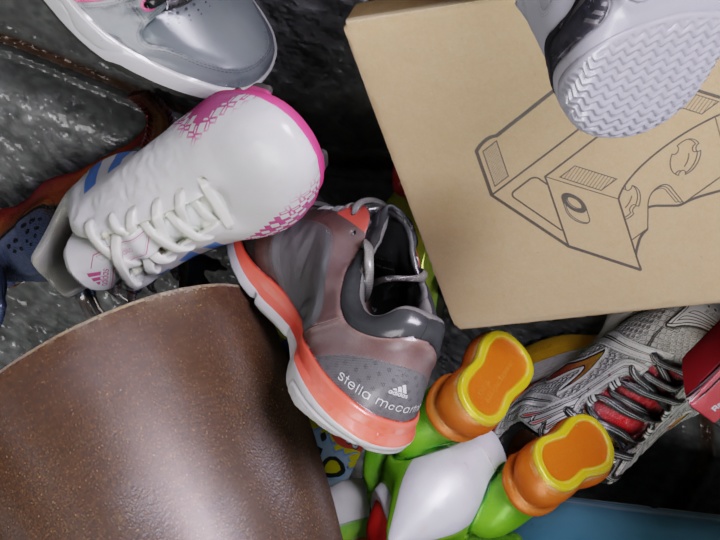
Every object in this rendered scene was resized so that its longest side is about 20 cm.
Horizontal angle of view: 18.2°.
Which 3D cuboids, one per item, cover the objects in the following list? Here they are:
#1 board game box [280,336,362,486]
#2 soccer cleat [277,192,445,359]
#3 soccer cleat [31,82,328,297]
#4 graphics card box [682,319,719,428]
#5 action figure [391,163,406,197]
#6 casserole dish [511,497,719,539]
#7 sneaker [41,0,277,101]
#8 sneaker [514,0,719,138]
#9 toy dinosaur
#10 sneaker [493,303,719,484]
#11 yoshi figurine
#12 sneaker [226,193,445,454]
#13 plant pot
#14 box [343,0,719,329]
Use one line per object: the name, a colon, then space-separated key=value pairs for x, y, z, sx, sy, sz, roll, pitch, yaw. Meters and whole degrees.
board game box: x=-0.089 y=0.135 z=1.217 sx=0.105 sy=0.200 sz=0.103 roll=40 pitch=142 yaw=-18
soccer cleat: x=-0.006 y=0.019 z=1.134 sx=0.083 sy=0.065 sz=0.200 roll=16 pitch=146 yaw=-5
soccer cleat: x=-0.085 y=-0.025 z=1.017 sx=0.070 sy=0.086 sz=0.200 roll=51 pitch=152 yaw=-12
graphics card box: x=0.258 y=0.063 z=1.006 sx=0.200 sy=0.051 sz=0.126 roll=36 pitch=113 yaw=-13
action figure: x=0.070 y=-0.103 z=0.957 sx=0.065 sy=0.052 sz=0.200 roll=23 pitch=140 yaw=-5
casserole dish: x=0.154 y=0.149 z=1.184 sx=0.199 sy=0.039 sz=0.121 roll=7 pitch=168 yaw=9
sneaker: x=-0.096 y=-0.160 z=0.962 sx=0.200 sy=0.084 sz=0.121 roll=39 pitch=152 yaw=-16
sneaker: x=0.104 y=-0.157 z=0.805 sx=0.075 sy=0.115 sz=0.200 roll=2 pitch=128 yaw=-34
toy dinosaur: x=-0.163 y=-0.020 z=1.211 sx=0.181 sy=0.105 sz=0.201 roll=18 pitch=107 yaw=34
sneaker: x=0.131 y=0.066 z=1.100 sx=0.078 sy=0.082 sz=0.200 roll=36 pitch=142 yaw=-13
yoshi figurine: x=0.038 y=0.105 z=1.103 sx=0.112 sy=0.113 sz=0.200 roll=14 pitch=143 yaw=-30
sneaker: x=0.000 y=0.000 z=1.013 sx=0.077 sy=0.200 sz=0.082 roll=20 pitch=113 yaw=-29
plant pot: x=-0.079 y=0.141 z=1.031 sx=0.200 sy=0.186 sz=0.187 roll=59 pitch=149 yaw=19
box: x=0.110 y=-0.052 z=0.931 sx=0.199 sy=0.021 sz=0.164 roll=-6 pitch=123 yaw=23
